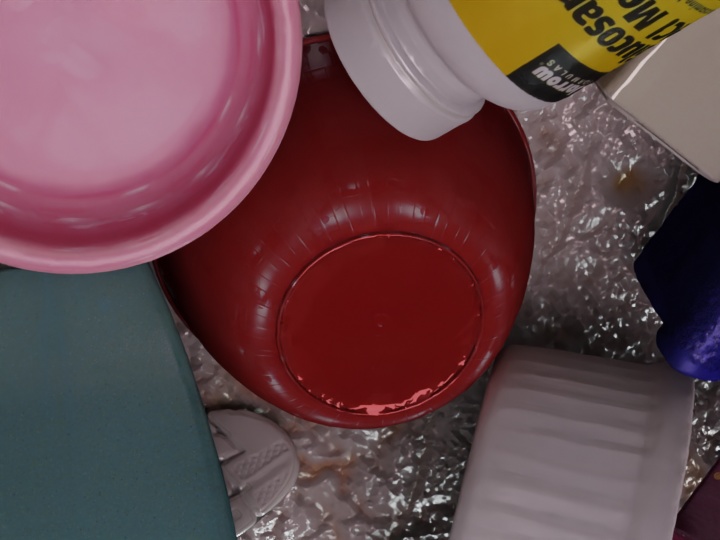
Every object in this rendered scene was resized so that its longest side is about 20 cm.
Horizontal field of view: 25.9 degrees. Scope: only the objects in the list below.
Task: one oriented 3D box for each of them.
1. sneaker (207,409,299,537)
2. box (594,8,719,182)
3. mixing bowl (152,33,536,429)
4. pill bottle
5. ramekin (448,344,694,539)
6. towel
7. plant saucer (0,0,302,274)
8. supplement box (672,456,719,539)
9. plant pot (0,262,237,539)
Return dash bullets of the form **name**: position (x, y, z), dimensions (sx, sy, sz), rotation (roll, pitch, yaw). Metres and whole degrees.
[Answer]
- **sneaker**: position (-0.122, 0.143, 0.833), dimensions (0.199, 0.077, 0.082), rotation (-29, 157, -5)
- **box**: position (0.188, -0.149, 0.702), dimensions (0.078, 0.095, 0.200), rotation (33, 110, -25)
- **mixing bowl**: position (0.000, 0.000, 0.742), dimensions (0.199, 0.109, 0.201), rotation (-4, 120, -7)
- **pill bottle**: position (0.086, -0.136, 0.638), dimensions (0.200, 0.113, 0.112), rotation (-30, 122, 29)
- **ramekin**: position (0.095, 0.134, 0.782), dimensions (0.097, 0.201, 0.201), rotation (13, 118, 7)
- **towel**: position (0.208, -0.046, 0.732), dimensions (0.049, 0.148, 0.200), rotation (32, 108, -8)
- **plant saucer**: position (-0.125, -0.101, 0.675), dimensions (0.200, 0.051, 0.201), rotation (-1, 106, -4)
- **supplement box**: position (0.262, 0.095, 0.743), dimensions (0.200, 0.131, 0.103), rotation (-51, 141, -10)
- **plant pot**: position (-0.129, 0.101, 0.721), dimensions (0.141, 0.141, 0.201), rotation (-9, 80, -5)
